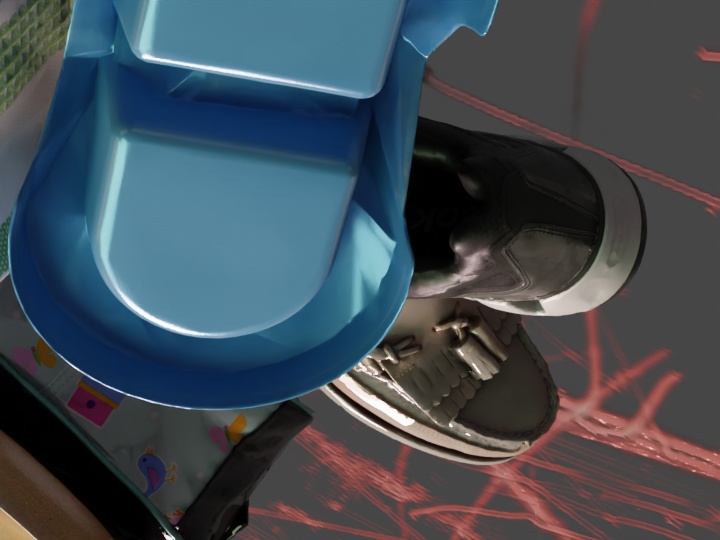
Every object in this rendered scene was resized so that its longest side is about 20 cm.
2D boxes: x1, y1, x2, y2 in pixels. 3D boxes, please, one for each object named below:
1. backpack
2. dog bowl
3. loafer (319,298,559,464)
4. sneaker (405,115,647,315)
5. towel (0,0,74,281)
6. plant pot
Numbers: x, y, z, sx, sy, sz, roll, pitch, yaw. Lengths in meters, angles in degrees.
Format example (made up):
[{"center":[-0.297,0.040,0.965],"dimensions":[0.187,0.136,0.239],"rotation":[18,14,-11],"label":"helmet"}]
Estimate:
[{"center":[-0.125,0.009,0.952],"dimensions":[0.200,0.153,0.176],"rotation":[38,168,-26],"label":"backpack"},{"center":[-0.031,-0.053,0.635],"dimensions":[0.111,0.050,0.200],"rotation":[9,125,-10],"label":"dog bowl"},{"center":[0.000,0.000,0.863],"dimensions":[0.200,0.072,0.063],"rotation":[41,154,-13],"label":"loafer"},{"center":[-0.016,-0.023,0.751],"dimensions":[0.200,0.067,0.090],"rotation":[4,175,32],"label":"sneaker"},{"center":[-0.096,-0.069,0.630],"dimensions":[0.031,0.149,0.200],"rotation":[27,146,12],"label":"towel"},{"center":[-0.159,0.078,0.911],"dimensions":[0.200,0.027,0.200],"rotation":[33,161,13],"label":"plant pot"}]
